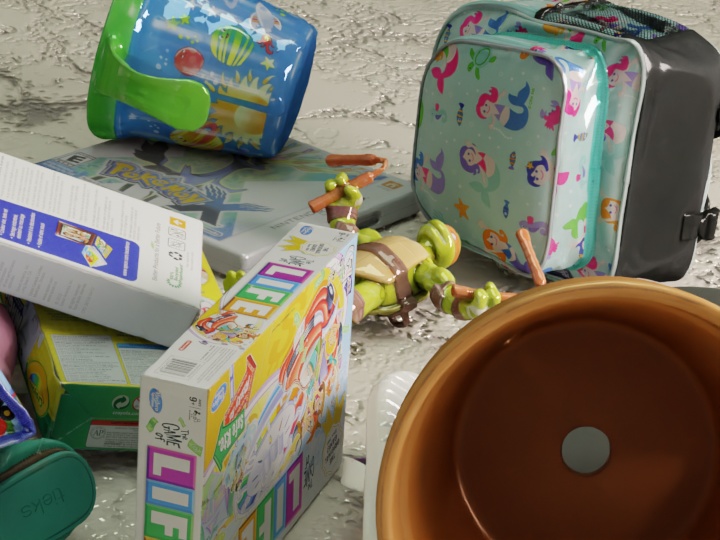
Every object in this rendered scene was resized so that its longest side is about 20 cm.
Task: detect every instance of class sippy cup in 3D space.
[{"bbox_3d":[-0.102,-0.138,1.571,0.130,0.140,0.178,18,56,4],"label":"sippy cup"}]

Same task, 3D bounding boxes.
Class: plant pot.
[{"bbox_3d":[0.106,0.095,1.062,0.200,0.201,0.140,4,7,0],"label":"plant pot"}]

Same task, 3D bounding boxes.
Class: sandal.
[{"bbox_3d":[0.017,0.113,1.148,0.050,0.082,0.203,-35,16,20],"label":"sandal"}]

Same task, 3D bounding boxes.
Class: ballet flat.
[{"bbox_3d":[-0.209,0.132,1.074,0.070,0.068,0.200,-8,11,40],"label":"ballet flat"}]

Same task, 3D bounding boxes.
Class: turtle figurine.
[{"bbox_3d":[0.000,0.000,1.394,0.161,0.065,0.200,-23,43,-33],"label":"turtle figurine"}]

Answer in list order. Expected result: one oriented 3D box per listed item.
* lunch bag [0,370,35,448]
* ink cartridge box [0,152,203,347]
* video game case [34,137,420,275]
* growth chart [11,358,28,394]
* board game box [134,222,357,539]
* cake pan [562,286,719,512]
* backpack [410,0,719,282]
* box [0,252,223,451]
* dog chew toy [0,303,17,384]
[{"bbox_3d":[-0.269,0.081,1.083,0.200,0.094,0.151,-32,13,-14],"label":"lunch bag"},{"bbox_3d":[-0.181,-0.024,1.234,0.200,0.037,0.095,21,27,-14],"label":"ink cartridge box"},{"bbox_3d":[-0.090,-0.055,1.556,0.200,0.022,0.182,21,29,35],"label":"video game case"},{"bbox_3d":[-0.157,0.025,1.368,0.144,0.018,0.200,0,24,-10],"label":"growth chart"},{"bbox_3d":[-0.053,0.074,1.127,0.034,0.135,0.200,12,25,16],"label":"board game box"},{"bbox_3d":[0.155,0.071,1.216,0.200,0.037,0.200,-11,31,7],"label":"cake pan"},{"bbox_3d":[0.117,-0.085,1.473,0.150,0.178,0.200,-5,21,-33],"label":"backpack"},{"bbox_3d":[-0.135,0.025,1.283,0.117,0.048,0.200,4,32,-22],"label":"box"},{"bbox_3d":[-0.263,0.013,1.257,0.200,0.125,0.124,34,35,27],"label":"dog chew toy"}]
